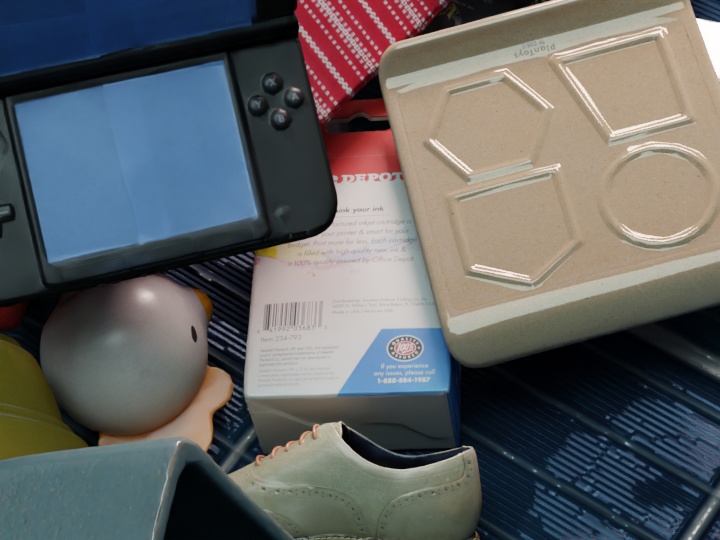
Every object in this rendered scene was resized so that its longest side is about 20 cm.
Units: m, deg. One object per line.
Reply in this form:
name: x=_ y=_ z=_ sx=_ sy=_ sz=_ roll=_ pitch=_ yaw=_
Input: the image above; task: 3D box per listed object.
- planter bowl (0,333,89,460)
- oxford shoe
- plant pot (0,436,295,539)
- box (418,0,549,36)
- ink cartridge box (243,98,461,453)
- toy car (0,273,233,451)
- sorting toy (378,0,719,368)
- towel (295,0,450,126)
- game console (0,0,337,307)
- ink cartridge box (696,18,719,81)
planter bowl: x=-0.225 y=0.076 z=1.000 sx=0.198 sy=0.201 sz=0.084 roll=-1 pitch=73 yaw=11
oxford shoe: x=-0.032 y=0.113 z=1.011 sx=0.198 sy=0.071 sz=0.075 roll=5 pitch=99 yaw=5
plant pot: x=-0.149 y=0.204 z=0.917 sx=0.198 sy=0.197 sz=0.198 roll=0 pitch=61 yaw=25
box: x=0.037 y=-0.215 z=1.239 sx=0.199 sy=0.051 sz=0.158 roll=24 pitch=64 yaw=23
ink cartridge box: x=0.000 y=0.000 z=1.095 sx=0.115 sy=0.067 sz=0.202 roll=-2 pitch=57 yaw=8
toy car: x=-0.129 y=0.014 z=1.081 sx=0.176 sy=0.184 sz=0.201 roll=-31 pitch=86 yaw=-11
sorting toy: x=0.117 y=-0.056 z=1.053 sx=0.183 sy=0.037 sz=0.202 roll=-15 pitch=63 yaw=2
towel: x=-0.034 y=-0.171 z=1.096 sx=0.200 sy=0.022 sz=0.145 roll=-45 pitch=101 yaw=-25
game console: x=-0.116 y=-0.090 z=0.945 sx=0.198 sy=0.119 sz=0.174 roll=-13 pitch=83 yaw=-10
ink cartridge box: x=0.170 y=-0.087 z=1.118 sx=0.198 sy=0.068 sz=0.117 roll=13 pitch=61 yaw=18
